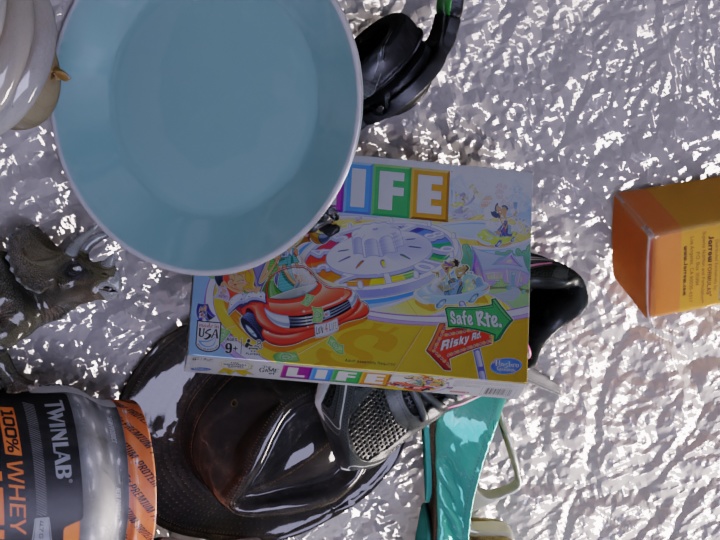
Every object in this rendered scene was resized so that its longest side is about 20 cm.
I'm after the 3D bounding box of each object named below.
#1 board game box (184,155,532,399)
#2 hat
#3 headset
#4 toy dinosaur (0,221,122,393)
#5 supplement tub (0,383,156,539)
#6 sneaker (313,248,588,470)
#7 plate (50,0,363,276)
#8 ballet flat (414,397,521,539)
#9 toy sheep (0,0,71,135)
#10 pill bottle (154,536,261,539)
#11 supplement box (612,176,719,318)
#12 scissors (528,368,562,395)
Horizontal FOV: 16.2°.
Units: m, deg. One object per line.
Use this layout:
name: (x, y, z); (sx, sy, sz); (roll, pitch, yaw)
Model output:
board game box: (0.000, 0.000, 1.495); (0.199, 0.135, 0.034); (5, 160, -6)
hat: (-0.049, 0.109, 1.580); (0.200, 0.081, 0.201); (-8, 120, -15)
headset: (-0.008, -0.122, 1.458); (0.123, 0.094, 0.201); (17, 94, -20)
toy dinosaur: (-0.240, 0.020, 1.486); (0.199, 0.077, 0.103); (-2, 98, -10)
supplement tub: (-0.228, 0.131, 1.506); (0.199, 0.123, 0.123); (-4, 117, -18)
sneaker: (0.059, 0.047, 1.542); (0.200, 0.086, 0.080); (-43, 119, -25)
plate: (-0.085, -0.098, 1.430); (0.201, 0.200, 0.026); (-61, 160, 16)
ballet flat: (0.068, 0.155, 1.647); (0.070, 0.067, 0.201); (3, 115, -1)
toy sheep: (-0.241, -0.126, 1.367); (0.200, 0.138, 0.138); (24, 107, -45)
pill bottle: (-0.153, 0.230, 1.587); (0.199, 0.116, 0.117); (-8, 118, -14)
supplement box: (0.265, -0.025, 1.625); (0.199, 0.067, 0.069); (-11, 119, -12)
scissors: (0.056, 0.044, 1.611); (0.200, 0.014, 0.073); (47, 69, -34)
